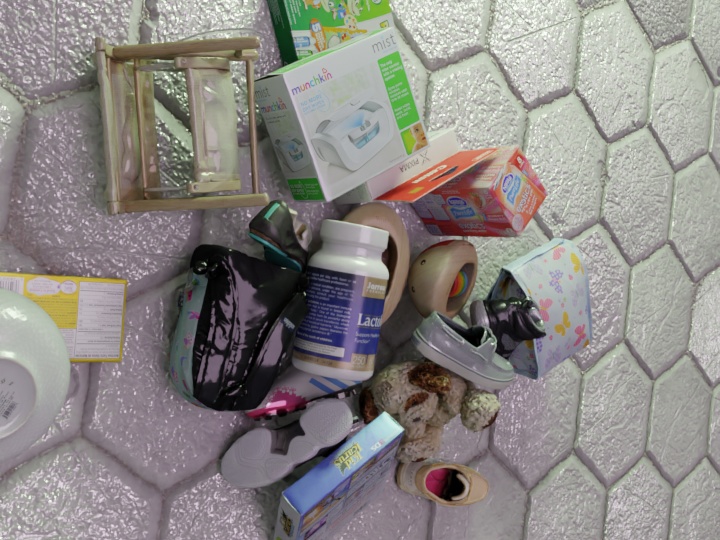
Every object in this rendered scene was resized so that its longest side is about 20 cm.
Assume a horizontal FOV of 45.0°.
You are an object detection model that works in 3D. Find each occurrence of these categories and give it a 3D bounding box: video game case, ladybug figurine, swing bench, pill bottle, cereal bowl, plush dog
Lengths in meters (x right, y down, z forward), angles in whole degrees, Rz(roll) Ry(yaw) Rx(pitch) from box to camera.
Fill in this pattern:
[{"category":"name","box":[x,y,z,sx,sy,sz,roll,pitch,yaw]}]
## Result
[{"category":"video game case","box":[-0.034,0.314,1.229,0.199,0.045,0.183,-33,152,-34]},{"category":"ladybug figurine","box":[0.000,0.000,1.282,0.134,0.072,0.203,19,86,-20]},{"category":"swing bench","box":[-0.217,-0.175,1.067,0.196,0.130,0.203,-3,95,-8]},{"category":"ladybug figurine","box":[0.127,0.013,1.355,0.199,0.071,0.138,8,103,-69]},{"category":"pill bottle","box":[-0.023,0.039,1.177,0.114,0.115,0.204,8,92,-38]},{"category":"cereal bowl","box":[-0.407,0.124,0.939,0.198,0.083,0.204,-11,109,-35]},{"category":"plush dog","box":[0.091,0.187,1.332,0.171,0.199,0.163,23,44,-46]}]

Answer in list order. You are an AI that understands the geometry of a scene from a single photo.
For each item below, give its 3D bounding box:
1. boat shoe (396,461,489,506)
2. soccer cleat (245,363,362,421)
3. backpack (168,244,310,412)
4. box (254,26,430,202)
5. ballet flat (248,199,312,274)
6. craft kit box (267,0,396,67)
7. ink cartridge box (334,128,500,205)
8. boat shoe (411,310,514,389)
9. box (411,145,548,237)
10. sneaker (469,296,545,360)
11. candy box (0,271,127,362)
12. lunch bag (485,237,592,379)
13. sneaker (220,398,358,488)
[{"category":"boat shoe","box":[0.149,0.355,1.427,0.198,0.069,0.075,18,81,-38]},{"category":"soccer cleat","box":[-0.086,0.156,1.242,0.198,0.070,0.088,-10,79,-39]},{"category":"backpack","box":[-0.168,0.082,1.128,0.165,0.126,0.204,17,82,-26]},{"category":"box","box":[-0.025,-0.214,1.197,0.198,0.096,0.179,-30,110,-30]},{"category":"ballet flat","box":[-0.097,-0.041,1.152,0.067,0.200,0.069,27,79,9]},{"category":"craft kit box","box":[-0.027,-0.325,1.279,0.196,0.048,0.203,-26,108,-38]},{"category":"ink cartridge box","box":[0.078,-0.156,1.284,0.199,0.175,0.045,-32,110,-33]},{"category":"boat shoe","box":[0.167,0.116,1.292,0.199,0.070,0.072,25,112,-31]},{"category":"box","box":[0.174,-0.121,1.347,0.095,0.199,0.103,-51,119,-23]},{"category":"sneaker","box":[0.243,0.112,1.404,0.201,0.112,0.076,69,9,-50]},{"category":"candy box","box":[-0.374,0.056,1.022,0.198,0.026,0.104,5,92,-39]},{"category":"lunch bag","box":[0.310,0.058,1.513,0.168,0.126,0.203,-27,119,-34]},{"category":"sneaker","box":[-0.091,0.246,1.209,0.076,0.198,0.114,65,6,18]}]
